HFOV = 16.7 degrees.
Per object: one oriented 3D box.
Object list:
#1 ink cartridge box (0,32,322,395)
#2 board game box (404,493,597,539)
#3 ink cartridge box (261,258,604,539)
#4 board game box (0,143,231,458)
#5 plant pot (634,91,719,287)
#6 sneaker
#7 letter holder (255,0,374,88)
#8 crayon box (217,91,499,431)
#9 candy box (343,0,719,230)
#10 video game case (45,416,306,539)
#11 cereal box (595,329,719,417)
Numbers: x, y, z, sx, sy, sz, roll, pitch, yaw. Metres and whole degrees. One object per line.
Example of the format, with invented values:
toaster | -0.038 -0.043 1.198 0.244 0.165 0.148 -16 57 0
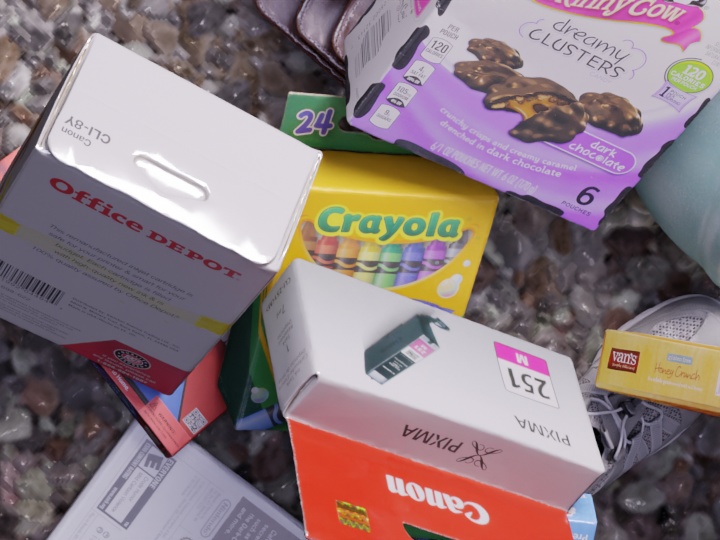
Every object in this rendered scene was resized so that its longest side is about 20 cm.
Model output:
ink cartridge box | -0.126 -0.026 1.355 0.144 0.200 0.084 27 60 -11
board game box | 0.048 0.219 1.452 0.150 0.037 0.201 6 116 -7
ink cartridge box | 0.047 0.094 1.351 0.199 0.174 0.044 20 125 -28
board game box | -0.137 0.002 1.469 0.103 0.019 0.200 -40 94 -20
plant pot | 0.224 -0.106 1.448 0.134 0.200 0.201 39 86 23
sneaker | 0.155 0.094 1.480 0.200 0.082 0.075 -43 94 -4
letter holder | 0.045 -0.199 1.460 0.142 0.101 0.200 40 86 -3
crayon box | 0.000 0.000 1.417 0.125 0.052 0.201 2 122 -21
candy box | 0.111 -0.135 1.318 0.167 0.072 0.200 22 130 -22
video game case | -0.117 0.216 1.482 0.181 0.023 0.201 37 86 -5
cereal box | 0.256 0.075 1.424 0.199 0.144 0.040 13 88 -33
